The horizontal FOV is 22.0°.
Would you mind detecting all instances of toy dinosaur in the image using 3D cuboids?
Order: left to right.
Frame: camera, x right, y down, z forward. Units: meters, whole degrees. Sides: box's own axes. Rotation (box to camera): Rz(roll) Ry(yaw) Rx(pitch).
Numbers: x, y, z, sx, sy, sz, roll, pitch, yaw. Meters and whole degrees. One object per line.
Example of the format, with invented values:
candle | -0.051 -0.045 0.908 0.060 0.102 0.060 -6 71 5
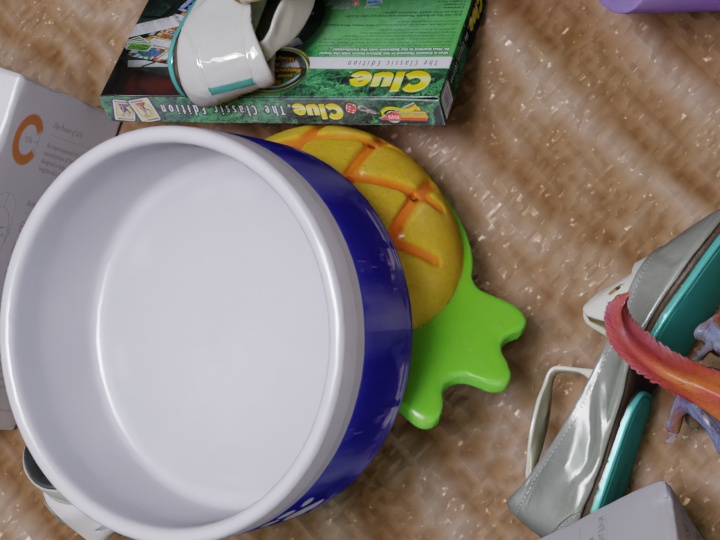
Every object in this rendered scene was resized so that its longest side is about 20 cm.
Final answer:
toy dinosaur | 0.219 0.106 0.888 0.182 0.199 0.105 47 119 42

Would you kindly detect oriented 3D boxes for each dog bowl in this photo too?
dog bowl | -0.077 0.031 0.915 0.199 0.079 0.201 0 90 29

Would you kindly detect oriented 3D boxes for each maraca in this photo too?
maraca | 0.000 0.000 0.981 0.137 0.107 0.200 -27 59 -21

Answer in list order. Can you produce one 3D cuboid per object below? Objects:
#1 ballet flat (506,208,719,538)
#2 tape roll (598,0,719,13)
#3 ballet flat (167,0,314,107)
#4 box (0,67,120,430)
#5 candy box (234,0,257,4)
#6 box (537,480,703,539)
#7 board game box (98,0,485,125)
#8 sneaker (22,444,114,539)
ballet flat | 0.133 0.048 0.964 0.063 0.067 0.201 26 93 28
tape roll | 0.165 -0.227 0.903 0.084 0.200 0.201 -2 83 -10
ballet flat | -0.046 -0.170 1.016 0.069 0.070 0.201 4 55 19
box | -0.235 -0.019 1.063 0.097 0.124 0.201 20 90 20
candy box | 0.017 -0.216 0.931 0.199 0.056 0.117 -10 71 13
box | 0.096 0.231 0.871 0.199 0.199 0.131 -28 105 13
board game box | -0.037 -0.123 1.031 0.199 0.024 0.105 3 45 20
sneaker | -0.082 0.091 1.036 0.199 0.089 0.074 -22 46 -2
